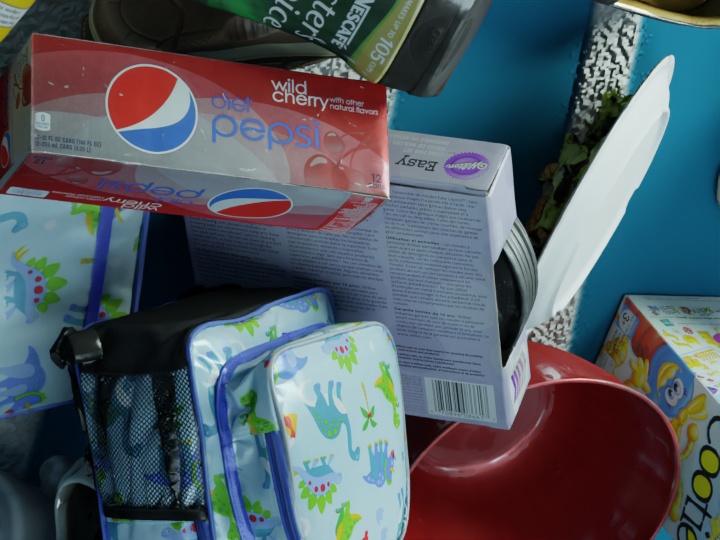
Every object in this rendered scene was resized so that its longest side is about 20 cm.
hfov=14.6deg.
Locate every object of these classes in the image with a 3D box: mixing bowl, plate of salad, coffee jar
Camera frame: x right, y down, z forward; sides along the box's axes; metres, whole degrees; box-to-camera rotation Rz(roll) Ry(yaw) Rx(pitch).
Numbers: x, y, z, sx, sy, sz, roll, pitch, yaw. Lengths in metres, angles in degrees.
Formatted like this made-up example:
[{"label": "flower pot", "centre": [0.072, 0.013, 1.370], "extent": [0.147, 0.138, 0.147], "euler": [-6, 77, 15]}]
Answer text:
[{"label": "mixing bowl", "centre": [0.091, 0.118, 1.796], "extent": [0.200, 0.108, 0.200], "euler": [-12, 129, -15]}, {"label": "plate of salad", "centre": [0.131, -0.046, 1.692], "extent": [0.200, 0.048, 0.200], "euler": [-57, 170, -15]}, {"label": "coffee jar", "centre": [-0.028, -0.168, 1.464], "extent": [0.200, 0.085, 0.104], "euler": [21, 126, -9]}]

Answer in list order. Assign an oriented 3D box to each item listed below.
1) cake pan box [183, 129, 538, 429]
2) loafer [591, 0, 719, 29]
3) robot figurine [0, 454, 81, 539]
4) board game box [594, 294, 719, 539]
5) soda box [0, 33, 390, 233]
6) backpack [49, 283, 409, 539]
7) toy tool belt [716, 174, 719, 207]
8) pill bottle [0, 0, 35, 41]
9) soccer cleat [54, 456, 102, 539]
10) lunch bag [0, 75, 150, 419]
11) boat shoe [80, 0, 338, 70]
[{"label": "cake pan box", "centre": [0.000, 0.000, 1.614], "extent": [0.200, 0.052, 0.184], "euler": [7, 135, 18]}, {"label": "loafer", "centre": [0.141, -0.187, 1.618], "extent": [0.200, 0.072, 0.073], "euler": [9, 120, -35]}, {"label": "robot figurine", "centre": [-0.197, 0.189, 1.681], "extent": [0.200, 0.113, 0.170], "euler": [32, 96, -43]}, {"label": "board game box", "centre": [0.243, 0.114, 1.827], "extent": [0.105, 0.200, 0.103], "euler": [2, 123, -32]}, {"label": "soda box", "centre": [-0.087, -0.070, 1.473], "extent": [0.200, 0.070, 0.063], "euler": [7, 158, -22]}, {"label": "backpack", "centre": [-0.061, 0.117, 1.547], "extent": [0.183, 0.147, 0.200], "euler": [-18, 106, -61]}, {"label": "toy tool belt", "centre": [0.308, -0.078, 1.769], "extent": [0.125, 0.123, 0.200], "euler": [-11, 129, -24]}, {"label": "pill bottle", "centre": [-0.252, -0.115, 1.410], "extent": [0.200, 0.111, 0.111], "euler": [-49, 134, 11]}, {"label": "soccer cleat", "centre": [-0.135, 0.120, 1.630], "extent": [0.085, 0.069, 0.200], "euler": [49, 49, -48]}, {"label": "lunch bag", "centre": [-0.195, -0.012, 1.550], "extent": [0.161, 0.082, 0.200], "euler": [-9, 129, -29]}, {"label": "boat shoe", "centre": [-0.067, -0.137, 1.547], "extent": [0.202, 0.075, 0.075], "euler": [-7, 157, -32]}]
